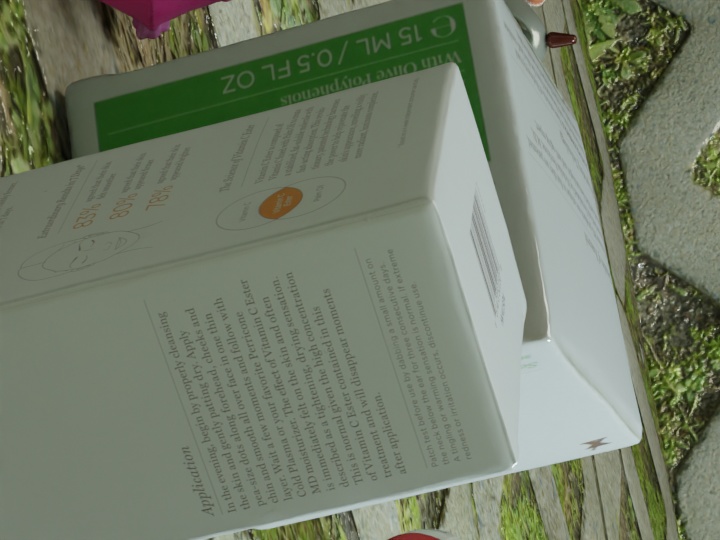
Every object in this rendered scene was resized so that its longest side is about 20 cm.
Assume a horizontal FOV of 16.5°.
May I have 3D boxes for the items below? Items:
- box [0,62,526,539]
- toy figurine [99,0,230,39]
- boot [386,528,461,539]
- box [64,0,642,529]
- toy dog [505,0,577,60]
[{"bbox_3d":[-0.054,0.018,0.817,0.124,0.200,0.098,-77,151,-65],"label":"box"},{"bbox_3d":[-0.089,-0.183,1.167,0.200,0.150,0.184,101,1,-52],"label":"toy figurine"},{"bbox_3d":[0.015,0.239,1.266,0.144,0.072,0.200,-5,88,-65],"label":"boot"},{"bbox_3d":[0.000,0.000,1.105,0.200,0.199,0.172,43,35,-67],"label":"box"},{"bbox_3d":[0.153,-0.268,2.414,0.132,0.096,0.200,18,60,-77],"label":"toy dog"}]
